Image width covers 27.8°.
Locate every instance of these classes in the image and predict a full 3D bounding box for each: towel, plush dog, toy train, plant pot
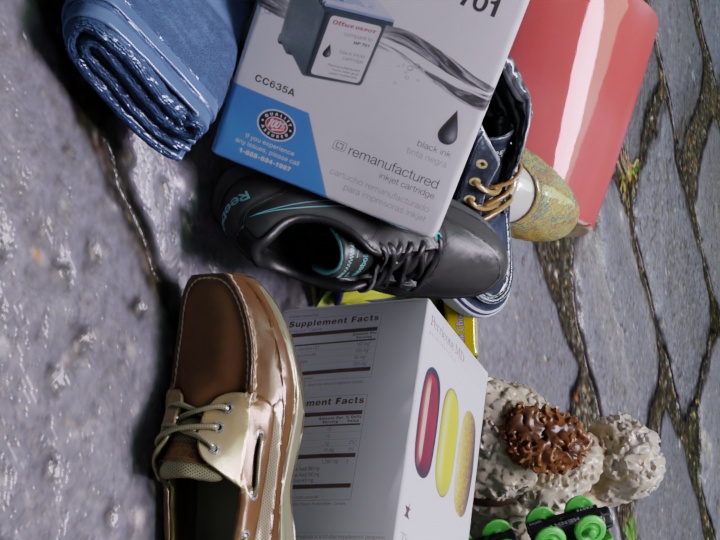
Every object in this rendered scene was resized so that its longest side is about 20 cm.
[{"bbox_3d":[-0.108,-0.170,0.824,0.112,0.048,0.201,48,41,-38],"label":"towel"},{"bbox_3d":[0.100,0.138,1.073,0.161,0.199,0.172,-57,137,-21],"label":"plush dog"},{"bbox_3d":[0.082,0.207,1.000,0.042,0.199,0.057,-111,-173,-70],"label":"toy train"},{"bbox_3d":[0.129,-0.127,1.165,0.200,0.199,0.179,23,76,-61],"label":"plant pot"}]

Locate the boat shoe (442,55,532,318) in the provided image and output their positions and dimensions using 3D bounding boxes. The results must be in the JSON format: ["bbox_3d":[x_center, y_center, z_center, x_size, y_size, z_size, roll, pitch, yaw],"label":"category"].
[{"bbox_3d":[0.075,-0.058,0.956,0.071,0.091,0.201,-30,110,-32],"label":"boat shoe"}]

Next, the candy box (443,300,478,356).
[{"bbox_3d":[0.077,0.018,1.115,0.200,0.026,0.103,51,39,-83],"label":"candy box"}]

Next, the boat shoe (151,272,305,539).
[{"bbox_3d":[-0.077,0.102,0.814,0.074,0.075,0.202,0,84,-60],"label":"boat shoe"}]

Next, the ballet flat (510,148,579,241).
[{"bbox_3d":[0.070,-0.079,1.052,0.200,0.071,0.071,36,38,-1],"label":"ballet flat"}]

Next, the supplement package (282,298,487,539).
[{"bbox_3d":[0.004,0.133,0.929,0.114,0.109,0.201,49,43,-51],"label":"supplement package"}]

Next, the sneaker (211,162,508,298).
[{"bbox_3d":[0.005,-0.009,0.898,0.079,0.199,0.076,-115,-139,-57],"label":"sneaker"}]

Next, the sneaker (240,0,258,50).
[{"bbox_3d":[-0.014,-0.164,0.996,0.199,0.095,0.080,-3,103,-40],"label":"sneaker"}]

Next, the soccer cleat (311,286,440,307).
[{"bbox_3d":[-0.001,-0.001,1.022,0.084,0.065,0.200,-48,150,-6],"label":"soccer cleat"}]

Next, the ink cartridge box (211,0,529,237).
[{"bbox_3d":[0.015,-0.143,0.845,0.086,0.146,0.201,-69,179,-66],"label":"ink cartridge box"}]
